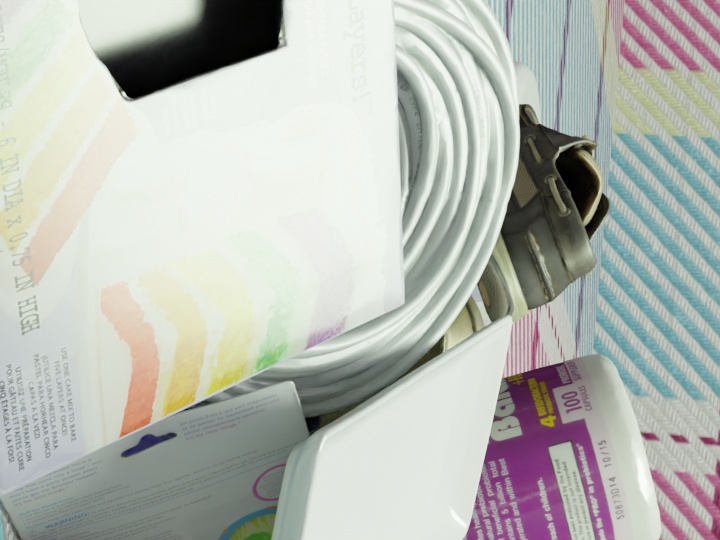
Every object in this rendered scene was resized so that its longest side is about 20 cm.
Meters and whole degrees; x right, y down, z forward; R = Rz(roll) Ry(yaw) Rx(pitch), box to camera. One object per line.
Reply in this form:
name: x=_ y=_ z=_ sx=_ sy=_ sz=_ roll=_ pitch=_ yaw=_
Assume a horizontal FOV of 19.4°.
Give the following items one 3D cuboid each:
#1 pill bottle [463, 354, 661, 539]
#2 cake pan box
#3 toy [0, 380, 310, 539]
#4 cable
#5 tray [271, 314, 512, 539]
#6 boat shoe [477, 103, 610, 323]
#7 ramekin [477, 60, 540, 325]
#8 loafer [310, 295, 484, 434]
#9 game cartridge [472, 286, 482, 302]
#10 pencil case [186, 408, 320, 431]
pill bottle: x=0.055 y=0.123 z=1.151 sx=0.112 sy=0.199 sz=0.113 roll=164 pitch=-90 yaw=-90
cake pan box: x=-0.067 y=-0.052 z=0.684 sx=0.184 sy=0.052 sz=0.201 roll=-24 pitch=123 yaw=-39
toy: x=-0.070 y=0.104 z=0.849 sx=0.201 sy=0.114 sz=0.047 roll=76 pitch=-7 yaw=-50
cable: x=-0.029 y=-0.041 z=0.815 sx=0.199 sy=0.069 sz=0.201 roll=-9 pitch=116 yaw=-36
tray: x=0.009 y=0.086 z=0.846 sx=0.200 sy=0.022 sz=0.108 roll=-26 pitch=131 yaw=-63
boat shoe: x=0.098 y=-0.036 z=1.128 sx=0.200 sy=0.073 sz=0.075 roll=-84 pitch=156 yaw=-60
ramekin: x=0.065 y=-0.053 z=1.433 sx=0.200 sy=0.097 sz=0.202 roll=4 pitch=90 yaw=-78
loafer: x=-0.017 y=0.084 z=0.969 sx=0.201 sy=0.076 sz=0.067 roll=-56 pitch=141 yaw=4
game cartridge: x=0.028 y=-0.040 z=1.165 sx=0.199 sy=0.038 sz=0.131 roll=-11 pitch=95 yaw=-52
pencil case: x=-0.035 y=-0.019 z=0.975 sx=0.078 sy=0.089 sz=0.201 roll=65 pitch=28 yaw=-42
